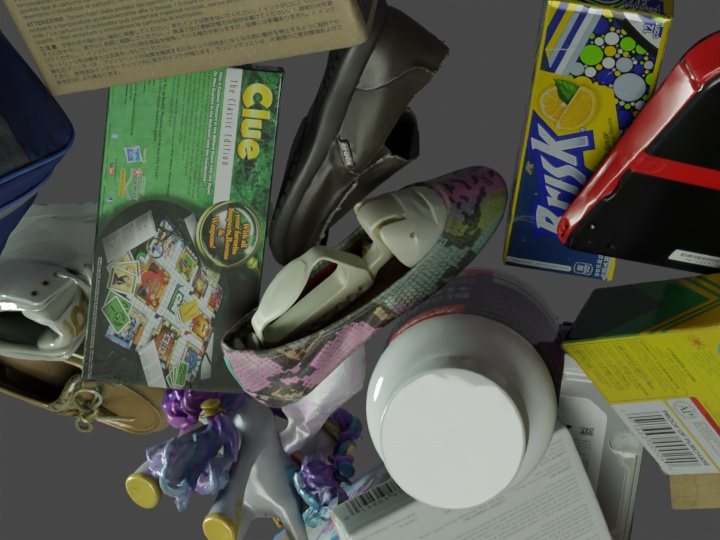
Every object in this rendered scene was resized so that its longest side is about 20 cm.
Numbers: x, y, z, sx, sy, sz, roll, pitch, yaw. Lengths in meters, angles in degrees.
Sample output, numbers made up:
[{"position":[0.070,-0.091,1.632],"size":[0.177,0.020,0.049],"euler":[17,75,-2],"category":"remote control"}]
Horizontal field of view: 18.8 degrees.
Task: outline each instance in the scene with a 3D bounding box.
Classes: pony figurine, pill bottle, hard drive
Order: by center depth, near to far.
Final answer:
[{"position":[0.063,0.071,1.284],"size":[0.111,0.200,0.112],"euler":[2,103,7],"category":"pill bottle"},{"position":[-0.072,0.107,1.410],"size":[0.166,0.200,0.194],"euler":[-8,117,31],"category":"pony figurine"},{"position":[0.121,0.113,1.455],"size":[0.139,0.038,0.200],"euler":[7,133,5],"category":"hard drive"}]

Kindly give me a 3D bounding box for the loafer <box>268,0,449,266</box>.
[{"position":[-0.002,-0.070,1.282],"size":[0.071,0.073,0.200],"euler":[18,135,-6],"category":"loafer"}]

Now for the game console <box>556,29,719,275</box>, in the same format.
[{"position":[0.233,-0.058,1.227],"size":[0.199,0.031,0.177],"euler":[10,139,-27],"category":"game console"}]

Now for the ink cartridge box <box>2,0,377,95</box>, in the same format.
[{"position":[-0.106,-0.192,1.188],"size":[0.199,0.075,0.165],"euler":[-7,130,20],"category":"ink cartridge box"}]

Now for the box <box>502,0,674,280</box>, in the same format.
[{"position":[0.129,-0.089,1.242],"size":[0.070,0.064,0.200],"euler":[9,134,3],"category":"box"}]

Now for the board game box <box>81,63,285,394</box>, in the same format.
[{"position":[-0.107,-0.027,1.302],"size":[0.104,0.023,0.201],"euler":[7,103,-5],"category":"board game box"}]

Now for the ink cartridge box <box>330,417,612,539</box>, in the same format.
[{"position":[0.090,0.207,1.415],"size":[0.162,0.050,0.200],"euler":[-25,115,-7],"category":"ink cartridge box"}]

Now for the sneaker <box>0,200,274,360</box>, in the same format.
[{"position":[-0.154,0.007,1.361],"size":[0.199,0.116,0.074],"euler":[-10,129,19],"category":"sneaker"}]

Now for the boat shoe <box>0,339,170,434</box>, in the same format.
[{"position":[-0.216,0.068,1.469],"size":[0.200,0.063,0.073],"euler":[24,133,-11],"category":"boat shoe"}]

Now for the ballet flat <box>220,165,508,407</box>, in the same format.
[{"position":[0.000,0.000,1.282],"size":[0.200,0.069,0.071],"euler":[-40,135,3],"category":"ballet flat"}]

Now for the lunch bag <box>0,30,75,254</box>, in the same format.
[{"position":[-0.270,-0.098,1.247],"size":[0.200,0.136,0.132],"euler":[50,131,7],"category":"lunch bag"}]

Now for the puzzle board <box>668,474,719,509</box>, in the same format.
[{"position":[0.272,0.083,1.404],"size":[0.150,0.017,0.200],"euler":[-2,133,9],"category":"puzzle board"}]

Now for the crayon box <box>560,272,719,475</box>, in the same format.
[{"position":[0.232,0.061,1.282],"size":[0.200,0.051,0.127],"euler":[-7,130,50],"category":"crayon box"}]

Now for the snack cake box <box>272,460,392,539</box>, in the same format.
[{"position":[0.016,0.209,1.514],"size":[0.115,0.067,0.200],"euler":[40,140,-8],"category":"snack cake box"}]
